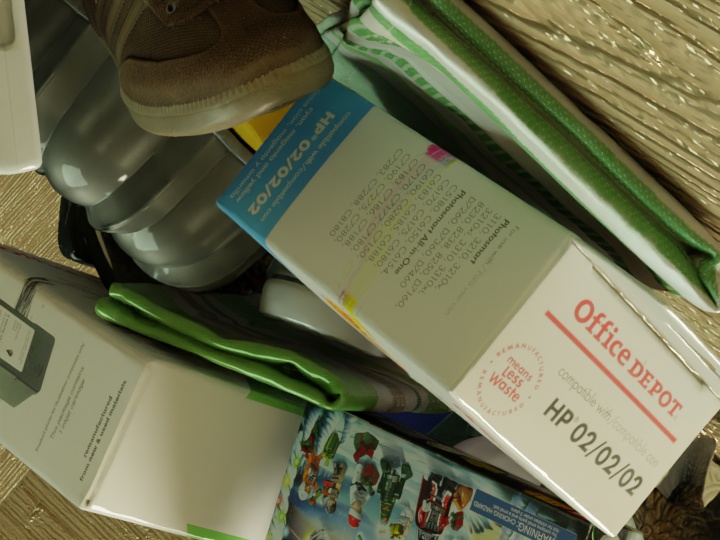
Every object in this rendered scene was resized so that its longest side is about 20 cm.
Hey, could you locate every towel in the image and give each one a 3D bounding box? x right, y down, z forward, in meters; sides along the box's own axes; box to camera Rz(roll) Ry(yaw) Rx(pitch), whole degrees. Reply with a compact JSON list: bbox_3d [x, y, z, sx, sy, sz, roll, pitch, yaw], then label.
[{"bbox_3d":[-0.029,0.038,1.044,0.149,0.031,0.200,19,-177,22],"label":"towel"},{"bbox_3d":[0.049,-0.040,0.685,0.152,0.023,0.200,41,176,-5],"label":"towel"}]

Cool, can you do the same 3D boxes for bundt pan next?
[{"bbox_3d":[-0.121,-0.063,0.983,0.202,0.076,0.202,41,178,2],"label":"bundt pan"}]

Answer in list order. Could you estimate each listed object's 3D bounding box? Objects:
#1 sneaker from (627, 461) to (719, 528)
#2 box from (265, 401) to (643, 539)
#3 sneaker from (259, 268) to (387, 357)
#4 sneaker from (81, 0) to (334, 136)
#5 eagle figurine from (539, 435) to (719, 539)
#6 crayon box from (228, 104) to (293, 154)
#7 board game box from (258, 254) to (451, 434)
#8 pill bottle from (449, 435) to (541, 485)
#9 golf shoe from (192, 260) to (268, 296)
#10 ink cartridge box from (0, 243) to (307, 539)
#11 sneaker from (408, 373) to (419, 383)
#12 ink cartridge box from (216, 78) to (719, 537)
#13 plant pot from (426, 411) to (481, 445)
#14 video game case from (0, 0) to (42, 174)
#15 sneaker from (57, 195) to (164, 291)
[{"bbox_3d":[0.192,0.167,1.091,0.200,0.075,0.084,43,157,-20],"label":"sneaker"},{"bbox_3d":[0.028,0.151,0.923,0.040,0.138,0.200,14,-176,-41],"label":"box"},{"bbox_3d":[0.000,0.000,1.033,0.073,0.071,0.200,19,-175,10],"label":"sneaker"},{"bbox_3d":[-0.072,-0.106,0.740,0.200,0.070,0.076,36,150,63],"label":"sneaker"},{"bbox_3d":[0.153,0.159,0.922,0.200,0.151,0.152,47,168,23],"label":"eagle figurine"},{"bbox_3d":[-0.060,-0.097,0.923,0.127,0.051,0.200,40,175,29],"label":"crayon box"},{"bbox_3d":[-0.015,0.036,1.297,0.159,0.097,0.200,20,-169,-39],"label":"board game box"},{"bbox_3d":[0.021,0.164,1.057,0.112,0.112,0.200,42,140,-17],"label":"pill bottle"},{"bbox_3d":[-0.092,0.049,1.197,0.072,0.092,0.201,20,-146,-39],"label":"golf shoe"},{"bbox_3d":[-0.126,0.065,1.066,0.145,0.084,0.200,22,-176,-42],"label":"ink cartridge box"},{"bbox_3d":[0.073,0.032,0.926,0.088,0.081,0.200,34,-179,0],"label":"sneaker"},{"bbox_3d":[0.048,0.018,0.709,0.115,0.068,0.200,41,177,-41],"label":"ink cartridge box"},{"bbox_3d":[0.114,0.164,1.194,0.196,0.196,0.200,38,161,39],"label":"plant pot"},{"bbox_3d":[-0.164,-0.144,0.813,0.200,0.024,0.183,-148,52,-68],"label":"video game case"},{"bbox_3d":[-0.134,-0.025,1.143,0.075,0.088,0.200,19,-152,-20],"label":"sneaker"}]
